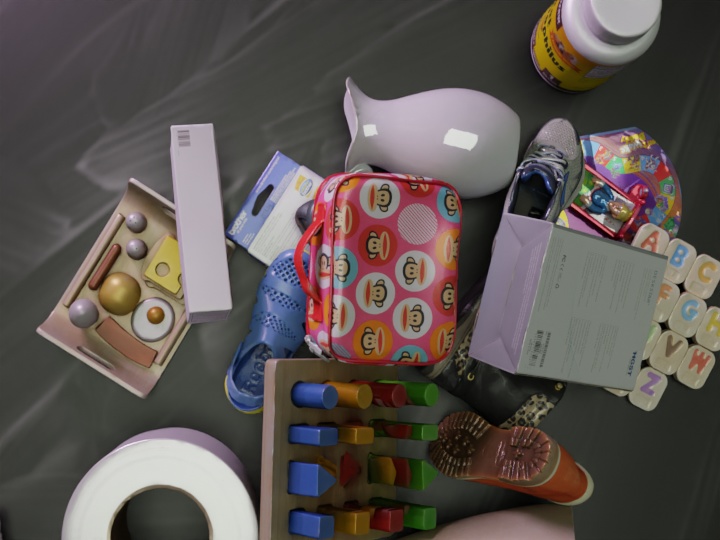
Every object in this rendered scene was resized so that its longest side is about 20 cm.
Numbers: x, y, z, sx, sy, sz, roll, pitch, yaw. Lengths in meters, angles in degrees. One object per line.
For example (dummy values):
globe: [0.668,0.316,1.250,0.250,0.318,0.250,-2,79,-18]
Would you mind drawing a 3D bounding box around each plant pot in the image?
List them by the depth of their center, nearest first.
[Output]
plant pot: [0.131,0.347,1.188,0.197,0.187,0.190,-1,87,7]

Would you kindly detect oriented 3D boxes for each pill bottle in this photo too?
pill bottle: [0.263,-0.271,1.211,0.108,0.200,0.111,0,86,-5]

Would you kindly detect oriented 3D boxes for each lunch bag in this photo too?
lunch bag: [0.014,-0.001,1.131,0.174,0.082,0.203,4,92,-23]

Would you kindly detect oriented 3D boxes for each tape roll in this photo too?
tape roll: [-0.208,0.275,1.166,0.200,0.139,0.206,0,86,-6]

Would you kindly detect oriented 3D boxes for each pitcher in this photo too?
pitcher: [0.073,-0.122,1.225,0.197,0.121,0.174,7,84,-1]

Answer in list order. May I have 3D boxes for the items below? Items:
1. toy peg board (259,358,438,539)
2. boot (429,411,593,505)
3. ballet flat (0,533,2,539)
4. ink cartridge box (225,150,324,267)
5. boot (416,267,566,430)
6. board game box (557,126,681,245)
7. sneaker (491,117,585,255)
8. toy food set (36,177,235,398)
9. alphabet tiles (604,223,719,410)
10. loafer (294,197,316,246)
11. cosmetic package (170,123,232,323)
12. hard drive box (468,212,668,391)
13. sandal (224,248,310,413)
toy peg board: [-0.001,0.196,1.157,0.198,0.097,0.203,5,84,-48]
boot: [0.163,0.214,1.200,0.107,0.199,0.076,32,75,-33]
ballet flat: [-0.442,0.275,1.186,0.200,0.069,0.071,44,64,-1]
ink cartridge box: [-0.044,-0.033,1.249,0.199,0.042,0.120,33,85,-5]
boot: [0.176,0.084,1.248,0.150,0.073,0.200,43,75,-7]
board game box: [0.290,-0.085,1.282,0.197,0.039,0.160,-10,88,-6]
sneaker: [0.207,-0.097,1.217,0.076,0.085,0.202,16,64,13]
toy food set: [-0.249,0.019,1.216,0.143,0.060,0.201,31,84,-3]
alphabet tiles: [0.338,0.056,1.273,0.198,0.015,0.197,27,91,-12]
loafer: [0.000,0.000,1.208,0.072,0.063,0.201,-44,109,-27]
cosmetic package: [-0.173,-0.049,1.177,0.050,0.083,0.203,-5,81,-13]
hard drive box: [0.225,0.037,1.161,0.198,0.076,0.158,13,93,-38]
sandal: [-0.095,0.073,1.196,0.079,0.087,0.202,19,97,1]
